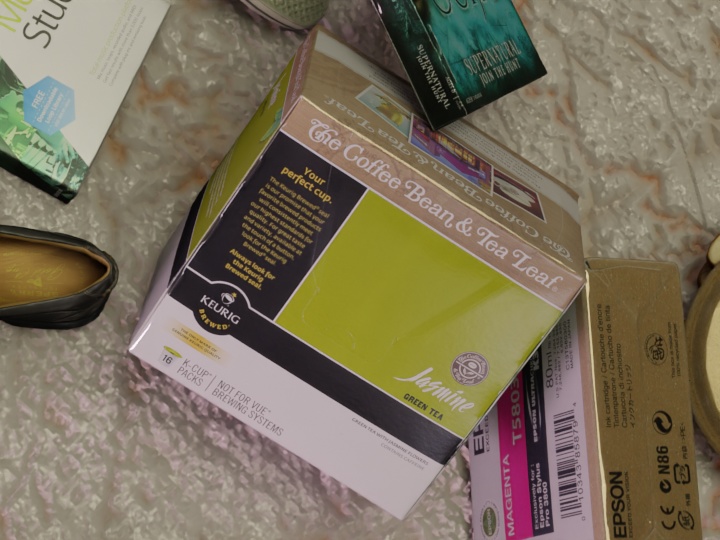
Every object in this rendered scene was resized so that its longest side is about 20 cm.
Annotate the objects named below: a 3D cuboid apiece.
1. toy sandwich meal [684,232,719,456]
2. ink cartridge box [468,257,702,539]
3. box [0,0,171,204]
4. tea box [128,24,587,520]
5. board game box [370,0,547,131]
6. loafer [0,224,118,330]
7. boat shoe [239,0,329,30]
[{"bbox_3d":[0.302,0.054,1.508,0.204,0.070,0.207,0,86,2],"label":"toy sandwich meal"},{"bbox_3d":[0.134,0.107,1.390,0.075,0.165,0.201,3,75,-26],"label":"ink cartridge box"},{"bbox_3d":[-0.235,-0.152,1.389,0.199,0.036,0.145,28,69,-11],"label":"box"},{"bbox_3d":[0.000,0.000,1.337,0.199,0.134,0.197,33,113,-11],"label":"tea box"},{"bbox_3d":[0.053,-0.164,1.377,0.028,0.200,0.136,-25,93,21],"label":"board game box"},{"bbox_3d":[-0.241,-0.001,1.329,0.199,0.072,0.073,-3,79,-20],"label":"loafer"},{"bbox_3d":[-0.101,-0.224,1.444,0.200,0.062,0.075,33,69,-27],"label":"boat shoe"}]
